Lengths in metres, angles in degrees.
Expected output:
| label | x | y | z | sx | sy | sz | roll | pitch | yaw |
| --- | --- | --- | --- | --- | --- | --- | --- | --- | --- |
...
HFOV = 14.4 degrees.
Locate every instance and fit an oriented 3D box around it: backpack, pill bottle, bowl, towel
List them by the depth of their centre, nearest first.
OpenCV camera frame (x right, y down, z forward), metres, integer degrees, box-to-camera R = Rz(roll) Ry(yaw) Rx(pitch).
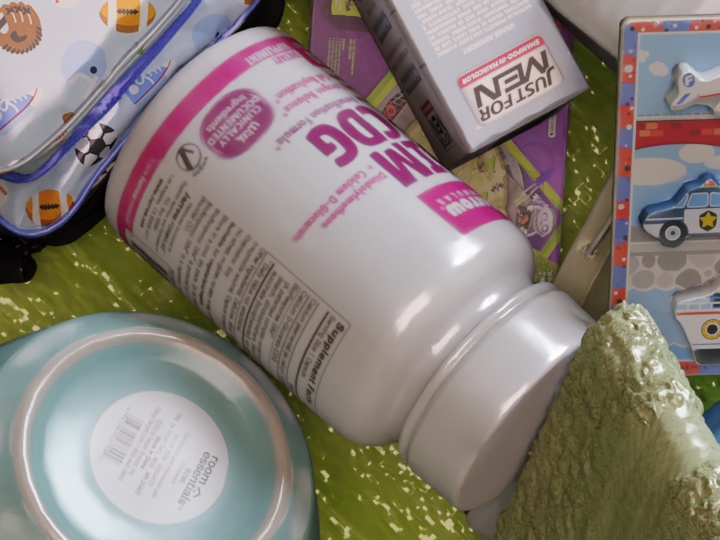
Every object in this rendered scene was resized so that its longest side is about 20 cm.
| label | x | y | z | sx | sy | sz | roll | pitch | yaw |
| --- | --- | --- | --- | --- | --- | --- | --- | --- | --- |
| towel | 0.104 | 0.124 | 1.123 | 0.036 | 0.200 | 0.149 | -6 | 47 | -24 |
| bowl | -0.099 | 0.097 | 1.177 | 0.200 | 0.105 | 0.201 | 8 | 62 | -15 |
| pill bottle | 0.000 | 0.000 | 1.178 | 0.200 | 0.113 | 0.113 | 41 | 87 | 18 |
| backpack | -0.150 | -0.126 | 1.207 | 0.190 | 0.154 | 0.200 | 42 | 86 | 9 |

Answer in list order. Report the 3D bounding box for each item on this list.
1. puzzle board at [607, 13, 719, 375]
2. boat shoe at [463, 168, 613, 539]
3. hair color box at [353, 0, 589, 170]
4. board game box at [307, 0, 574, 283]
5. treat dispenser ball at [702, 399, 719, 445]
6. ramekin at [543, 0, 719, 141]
| label | x | y | z | sx | sy | sz | roll | pitch | yaw |
| --- | --- | --- | --- | --- | --- | --- | --- | --- | --- |
| puzzle board | 0.198 | -0.029 | 1.116 | 0.199 | 0.017 | 0.151 | -2 | 113 | -4 |
| boat shoe | 0.096 | 0.028 | 1.229 | 0.062 | 0.072 | 0.200 | 36 | 110 | 9 |
| hair color box | 0.019 | -0.146 | 1.209 | 0.061 | 0.099 | 0.200 | -28 | 90 | -5 |
| board game box | 0.034 | -0.072 | 1.269 | 0.120 | 0.032 | 0.201 | 4 | 87 | 1 |
| treat dispenser ball | 0.209 | 0.136 | 1.180 | 0.200 | 0.201 | 0.201 | 0 | 87 | -2 |
| ramekin | 0.165 | -0.099 | 1.195 | 0.200 | 0.200 | 0.098 | 41 | 94 | 0 |
